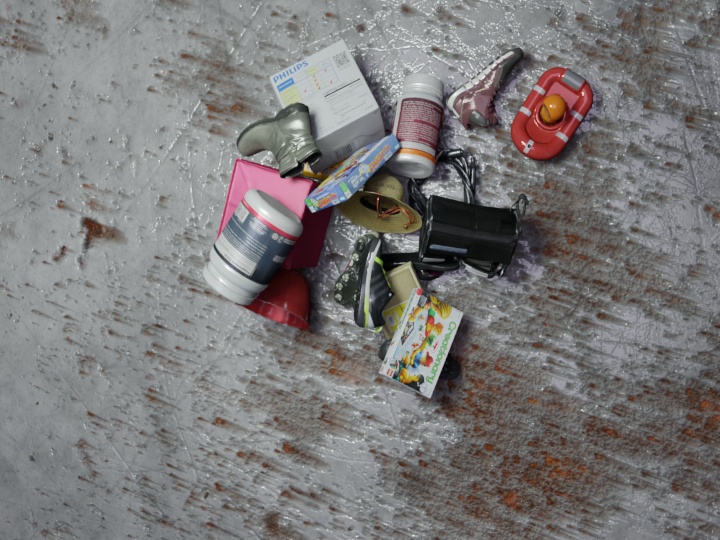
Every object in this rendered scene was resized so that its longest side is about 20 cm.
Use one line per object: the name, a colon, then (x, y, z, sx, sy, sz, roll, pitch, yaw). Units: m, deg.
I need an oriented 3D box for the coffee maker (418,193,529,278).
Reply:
coffee maker: (0.230, -0.094, 1.341, 0.193, 0.136, 0.198, 10, 113, -4)

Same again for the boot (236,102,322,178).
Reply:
boot: (-0.175, -0.251, 1.312, 0.196, 0.067, 0.135, -22, 71, 27)

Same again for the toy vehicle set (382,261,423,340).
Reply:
toy vehicle set: (0.100, 0.096, 1.437, 0.121, 0.027, 0.204, -22, 107, 13)

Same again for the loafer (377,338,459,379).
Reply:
loafer: (0.133, 0.205, 1.433, 0.195, 0.070, 0.070, 18, 63, -15)

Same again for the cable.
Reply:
cable: (0.183, -0.177, 1.433, 0.158, 0.051, 0.207, 4, 93, 14)

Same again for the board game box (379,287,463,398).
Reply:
board game box: (0.134, 0.158, 1.376, 0.124, 0.034, 0.205, 26, 79, -15)

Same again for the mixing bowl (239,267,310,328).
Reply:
mixing bowl: (-0.194, 0.048, 1.474, 0.194, 0.201, 0.111, 15, 74, 13)

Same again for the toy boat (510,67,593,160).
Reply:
toy boat: (0.405, -0.335, 1.333, 0.129, 0.130, 0.203, 34, 99, 10)

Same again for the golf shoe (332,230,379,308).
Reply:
golf shoe: (0.000, 0.000, 1.475, 0.076, 0.088, 0.203, 30, 120, 4)

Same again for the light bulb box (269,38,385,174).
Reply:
light bulb box: (-0.072, -0.366, 1.410, 0.194, 0.125, 0.204, -26, 69, 1)

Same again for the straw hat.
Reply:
straw hat: (0.049, -0.161, 1.372, 0.195, 0.202, 0.087, 12, 71, 13)

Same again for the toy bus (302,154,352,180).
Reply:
toy bus: (-0.067, -0.249, 1.484, 0.194, 0.065, 0.081, 16, 95, 13)

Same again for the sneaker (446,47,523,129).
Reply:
sneaker: (0.296, -0.389, 1.395, 0.198, 0.075, 0.117, -34, 89, 23)

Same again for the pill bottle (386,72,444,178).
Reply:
pill bottle: (0.126, -0.321, 1.397, 0.110, 0.114, 0.207, 8, 80, 13)

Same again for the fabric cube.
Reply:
fabric cube: (-0.189, -0.128, 1.450, 0.191, 0.199, 0.206, 18, 96, 13)

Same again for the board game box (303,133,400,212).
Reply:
board game box: (-0.017, -0.205, 1.321, 0.134, 0.200, 0.035, -12, 120, 53)

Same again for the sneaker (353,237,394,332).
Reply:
sneaker: (0.036, 0.031, 1.379, 0.080, 0.072, 0.207, 7, 98, -12)

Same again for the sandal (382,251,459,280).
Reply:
sandal: (0.135, -0.009, 1.448, 0.194, 0.076, 0.049, 2, 118, 21)

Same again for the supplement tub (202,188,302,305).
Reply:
supplement tub: (-0.221, -0.048, 1.286, 0.139, 0.140, 0.202, 37, 100, 10)
